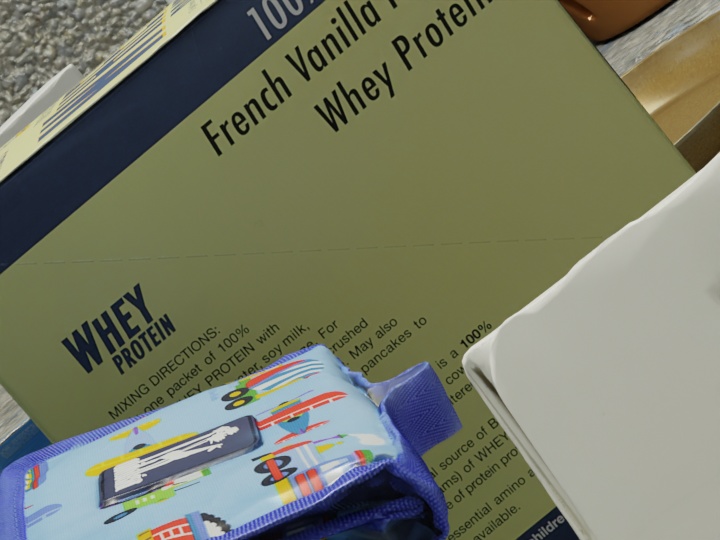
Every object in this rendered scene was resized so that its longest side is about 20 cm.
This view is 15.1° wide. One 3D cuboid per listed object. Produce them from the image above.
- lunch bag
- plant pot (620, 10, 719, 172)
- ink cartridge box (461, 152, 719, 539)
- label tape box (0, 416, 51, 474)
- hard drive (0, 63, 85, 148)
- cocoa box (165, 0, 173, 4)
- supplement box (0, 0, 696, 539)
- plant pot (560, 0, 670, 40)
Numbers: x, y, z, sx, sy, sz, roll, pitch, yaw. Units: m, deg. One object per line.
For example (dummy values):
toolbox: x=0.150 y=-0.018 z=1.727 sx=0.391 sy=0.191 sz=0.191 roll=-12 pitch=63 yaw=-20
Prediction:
lunch bag: x=-0.059 y=0.089 z=0.672 sx=0.200 sy=0.094 sz=0.151 roll=-33 pitch=10 yaw=-3
plant pot: x=0.112 y=-0.046 z=1.153 sx=0.200 sy=0.027 sz=0.200 roll=-40 pitch=9 yaw=8
ink cartridge box: x=0.134 y=-0.006 z=0.512 sx=0.145 sy=0.084 sz=0.200 roll=-39 pitch=-11 yaw=31
label tape box: x=-0.084 y=0.063 z=1.197 sx=0.144 sy=0.063 sz=0.200 roll=-42 pitch=-3 yaw=-4
hard drive: x=-0.070 y=0.032 z=0.976 sx=0.025 sy=0.200 sz=0.132 roll=-35 pitch=11 yaw=31
cocoa box: x=-0.009 y=-0.138 z=1.510 sx=0.133 sy=0.200 sz=0.131 roll=-40 pitch=9 yaw=5
supplement box: x=0.000 y=0.000 z=0.851 sx=0.200 sy=0.200 sz=0.134 roll=-40 pitch=10 yaw=4
plant pot: x=0.138 y=-0.223 z=1.509 sx=0.200 sy=0.140 sz=0.200 roll=-38 pitch=10 yaw=8
